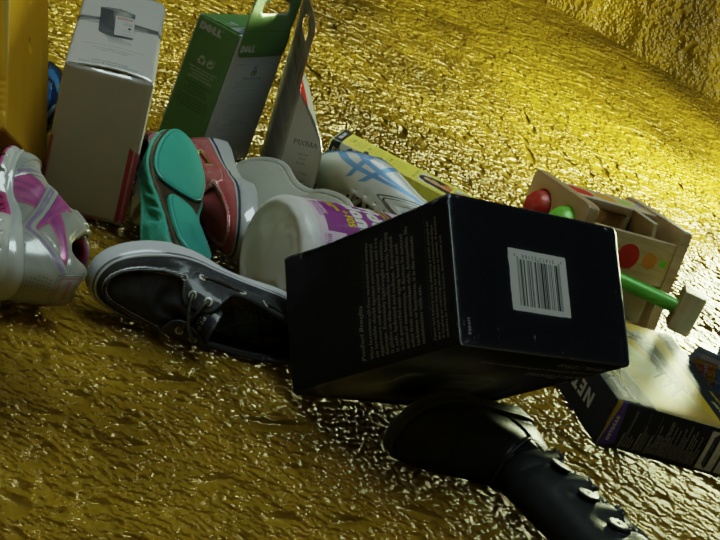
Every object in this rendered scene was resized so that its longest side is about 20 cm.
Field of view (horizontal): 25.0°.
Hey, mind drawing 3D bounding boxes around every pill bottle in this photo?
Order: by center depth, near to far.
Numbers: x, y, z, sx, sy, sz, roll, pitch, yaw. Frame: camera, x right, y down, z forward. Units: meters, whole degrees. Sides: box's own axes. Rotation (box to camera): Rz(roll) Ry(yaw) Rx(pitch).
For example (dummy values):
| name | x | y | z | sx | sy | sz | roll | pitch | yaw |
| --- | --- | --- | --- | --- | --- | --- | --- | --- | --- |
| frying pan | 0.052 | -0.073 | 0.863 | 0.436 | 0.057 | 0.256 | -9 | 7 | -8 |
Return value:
| name | x | y | z | sx | sy | sz | roll | pitch | yaw |
| --- | --- | --- | --- | --- | --- | --- | --- | --- | --- |
| pill bottle | 0.000 | 0.000 | 1.459 | 0.199 | 0.113 | 0.112 | 9 | 25 | -37 |

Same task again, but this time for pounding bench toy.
| name | x | y | z | sx | sy | sz | roll | pitch | yaw |
| --- | --- | --- | --- | --- | --- | --- | --- | --- | --- |
| pounding bench toy | 0.258 | -0.007 | 1.723 | 0.155 | 0.125 | 0.200 | 14 | 15 | -27 |

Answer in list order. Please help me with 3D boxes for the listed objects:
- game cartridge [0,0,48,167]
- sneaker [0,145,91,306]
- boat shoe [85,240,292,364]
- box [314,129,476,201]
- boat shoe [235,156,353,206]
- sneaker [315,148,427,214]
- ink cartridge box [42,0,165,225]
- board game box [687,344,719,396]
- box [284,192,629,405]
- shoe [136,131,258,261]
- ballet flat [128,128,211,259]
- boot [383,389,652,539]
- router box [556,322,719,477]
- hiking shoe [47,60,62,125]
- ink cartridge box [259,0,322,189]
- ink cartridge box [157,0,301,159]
| name | x | y | z | sx | sy | sz | roll | pitch | yaw |
| --- | --- | --- | --- | --- | --- | --- | --- | --- | --- |
| game cartridge | -0.305 | -0.198 | 1.426 | 0.032 | 0.202 | 0.176 | 0 | -10 | 0 |
| sneaker | -0.260 | -0.026 | 1.286 | 0.088 | 0.082 | 0.201 | 21 | 26 | -22 |
| boat shoe | -0.124 | 0.035 | 1.306 | 0.199 | 0.070 | 0.066 | 22 | 17 | -32 |
| box | 0.049 | -0.073 | 1.758 | 0.199 | 0.076 | 0.050 | 29 | 22 | 7 |
| boat shoe | -0.066 | -0.057 | 1.599 | 0.199 | 0.074 | 0.061 | 22 | -28 | 43 |
| sneaker | 0.029 | -0.059 | 1.694 | 0.199 | 0.072 | 0.073 | 33 | 48 | 8 |
| ink cartridge box | -0.236 | -0.156 | 1.495 | 0.084 | 0.147 | 0.201 | 13 | 27 | -9 |
| board game box | 0.397 | 0.102 | 1.611 | 0.061 | 0.202 | 0.199 | 11 | 10 | -35 |
| box | 0.076 | 0.034 | 1.305 | 0.199 | 0.125 | 0.197 | 9 | -19 | -40 |
| shoe | -0.158 | -0.072 | 1.528 | 0.090 | 0.072 | 0.200 | 6 | 26 | -20 |
| ballet flat | -0.175 | -0.050 | 1.427 | 0.067 | 0.070 | 0.201 | 37 | 24 | -32 |
| boot | 0.131 | 0.179 | 1.250 | 0.164 | 0.066 | 0.200 | 4 | 33 | -41 |
| router box | 0.267 | 0.113 | 1.577 | 0.156 | 0.053 | 0.200 | 16 | 22 | -23 |
| hiking shoe | -0.328 | -0.186 | 1.576 | 0.074 | 0.087 | 0.200 | 25 | 20 | 1 |
| ink cartridge box | -0.059 | -0.177 | 1.702 | 0.050 | 0.202 | 0.161 | 14 | 22 | -12 |
| ink cartridge box | -0.136 | -0.216 | 1.706 | 0.059 | 0.202 | 0.104 | 29 | 20 | 21 |
